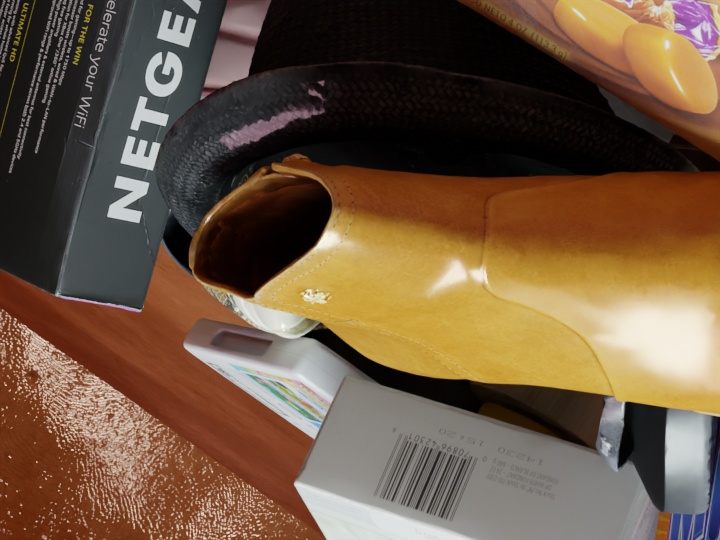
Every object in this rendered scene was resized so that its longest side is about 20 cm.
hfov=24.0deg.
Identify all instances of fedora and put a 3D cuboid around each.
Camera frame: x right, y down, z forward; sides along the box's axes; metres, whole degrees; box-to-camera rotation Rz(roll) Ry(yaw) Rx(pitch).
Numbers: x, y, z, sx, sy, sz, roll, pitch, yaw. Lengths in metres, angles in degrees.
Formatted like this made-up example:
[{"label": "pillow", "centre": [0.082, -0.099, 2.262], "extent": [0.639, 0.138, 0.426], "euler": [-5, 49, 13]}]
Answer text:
[{"label": "fedora", "centre": [0.029, -0.053, 0.601], "extent": [0.199, 0.092, 0.201], "euler": [2, 158, 1]}]

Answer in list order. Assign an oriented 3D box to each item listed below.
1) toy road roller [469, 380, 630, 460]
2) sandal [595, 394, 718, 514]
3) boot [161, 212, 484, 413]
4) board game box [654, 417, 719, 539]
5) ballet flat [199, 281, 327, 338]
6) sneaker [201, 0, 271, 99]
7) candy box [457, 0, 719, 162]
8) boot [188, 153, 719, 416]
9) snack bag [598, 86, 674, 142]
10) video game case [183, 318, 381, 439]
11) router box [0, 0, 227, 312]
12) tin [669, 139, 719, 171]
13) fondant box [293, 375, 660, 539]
[{"label": "toy road roller", "centre": [0.161, 0.080, 0.827], "extent": [0.145, 0.123, 0.200], "euler": [19, 164, 45]}, {"label": "sandal", "centre": [0.103, 0.047, 0.642], "extent": [0.042, 0.077, 0.200], "euler": [4, 180, 1]}, {"label": "boot", "centre": [-0.020, 0.025, 0.855], "extent": [0.200, 0.075, 0.097], "euler": [41, -158, 20]}, {"label": "board game box", "centre": [0.216, 0.124, 0.573], "extent": [0.198, 0.202, 0.200], "euler": [13, 165, -1]}, {"label": "ballet flat", "centre": [0.000, 0.000, 0.755], "extent": [0.198, 0.075, 0.068], "euler": [-5, 120, 24]}, {"label": "sneaker", "centre": [-0.005, -0.095, 0.753], "extent": [0.198, 0.106, 0.075], "euler": [5, 160, -7]}, {"label": "candy box", "centre": [0.084, -0.118, 0.432], "extent": [0.116, 0.057, 0.200], "euler": [32, 157, 9]}, {"label": "boot", "centre": [0.051, -0.001, 0.494], "extent": [0.143, 0.071, 0.200], "euler": [15, 163, -37]}, {"label": "snack bag", "centre": [0.055, -0.122, 0.601], "extent": [0.188, 0.021, 0.200], "euler": [32, 166, 9]}, {"label": "video game case", "centre": [0.016, 0.090, 0.877], "extent": [0.199, 0.024, 0.182], "euler": [36, 168, -19]}, {"label": "router box", "centre": [-0.127, -0.100, 0.712], "extent": [0.149, 0.202, 0.051], "euler": [22, -172, 42]}, {"label": "tin", "centre": [0.174, -0.004, 0.699], "extent": [0.112, 0.042, 0.199], "euler": [37, 166, -32]}, {"label": "fondant box", "centre": [0.066, 0.135, 0.767], "extent": [0.143, 0.059, 0.200], "euler": [15, 154, 23]}]
